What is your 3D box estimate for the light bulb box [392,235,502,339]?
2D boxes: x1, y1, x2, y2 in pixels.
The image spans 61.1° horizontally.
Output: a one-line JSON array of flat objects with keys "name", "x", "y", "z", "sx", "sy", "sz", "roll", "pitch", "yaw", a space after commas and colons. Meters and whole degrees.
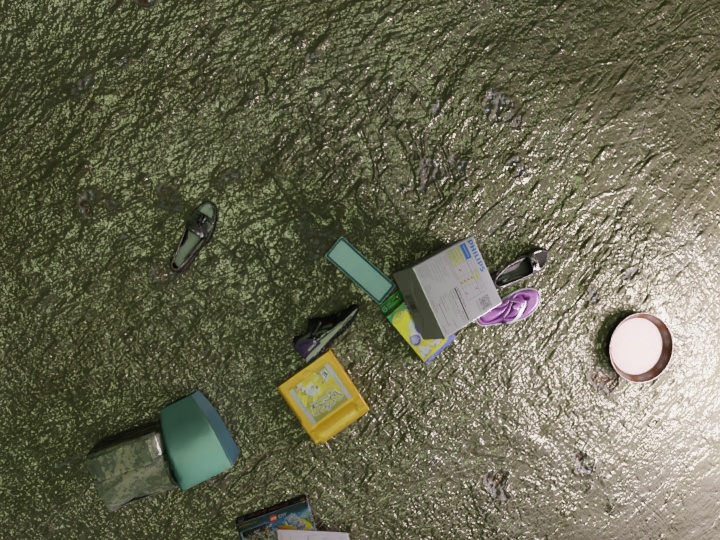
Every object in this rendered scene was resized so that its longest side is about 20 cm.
[{"name": "light bulb box", "x": 0.225, "y": 0.046, "z": 1.583, "sx": 0.198, "sy": 0.125, "sz": 0.200, "roll": -26, "pitch": 94, "yaw": -23}]

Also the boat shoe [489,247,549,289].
[{"name": "boat shoe", "x": 0.440, "y": -0.002, "z": 1.673, "sx": 0.198, "sy": 0.057, "sz": 0.068, "roll": -26, "pitch": 97, "yaw": -5}]

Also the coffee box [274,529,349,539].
[{"name": "coffee box", "x": -0.126, "y": 0.812, "z": 1.551, "sx": 0.197, "sy": 0.200, "sz": 0.200, "roll": 8, "pitch": 106, "yaw": -15}]

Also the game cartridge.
[{"name": "game cartridge", "x": -0.099, "y": 0.341, "z": 1.634, "sx": 0.175, "sy": 0.032, "sz": 0.201, "roll": -35, "pitch": 97, "yaw": -4}]

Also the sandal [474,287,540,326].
[{"name": "sandal", "x": 0.410, "y": 0.110, "z": 1.680, "sx": 0.200, "sy": 0.050, "sz": 0.083, "roll": -21, "pitch": 97, "yaw": -6}]

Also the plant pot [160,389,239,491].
[{"name": "plant pot", "x": -0.416, "y": 0.416, "z": 1.544, "sx": 0.140, "sy": 0.141, "sz": 0.202, "roll": -24, "pitch": 89, "yaw": -6}]

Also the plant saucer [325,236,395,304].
[{"name": "plant saucer", "x": 0.000, "y": 0.000, "z": 1.631, "sx": 0.200, "sy": 0.019, "sz": 0.070, "roll": 42, "pitch": 88, "yaw": -8}]

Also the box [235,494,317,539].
[{"name": "box", "x": -0.220, "y": 0.703, "z": 1.639, "sx": 0.197, "sy": 0.038, "sz": 0.138, "roll": -17, "pitch": 97, "yaw": -7}]

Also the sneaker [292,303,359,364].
[{"name": "sneaker", "x": -0.093, "y": 0.144, "z": 1.602, "sx": 0.200, "sy": 0.076, "sz": 0.088, "roll": -43, "pitch": 78, "yaw": -13}]

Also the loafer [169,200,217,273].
[{"name": "loafer", "x": -0.420, "y": -0.082, "z": 1.542, "sx": 0.071, "sy": 0.063, "sz": 0.202, "roll": 28, "pitch": 90, "yaw": -9}]

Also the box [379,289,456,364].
[{"name": "box", "x": 0.153, "y": 0.140, "z": 1.648, "sx": 0.117, "sy": 0.048, "sz": 0.200, "roll": -42, "pitch": 97, "yaw": -4}]

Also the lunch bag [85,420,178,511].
[{"name": "lunch bag", "x": -0.562, "y": 0.493, "z": 1.525, "sx": 0.197, "sy": 0.139, "sz": 0.170, "roll": -18, "pitch": 96, "yaw": -6}]

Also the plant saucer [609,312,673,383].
[{"name": "plant saucer", "x": 0.798, "y": 0.220, "z": 1.752, "sx": 0.197, "sy": 0.034, "sz": 0.204, "roll": -1, "pitch": 94, "yaw": -9}]
